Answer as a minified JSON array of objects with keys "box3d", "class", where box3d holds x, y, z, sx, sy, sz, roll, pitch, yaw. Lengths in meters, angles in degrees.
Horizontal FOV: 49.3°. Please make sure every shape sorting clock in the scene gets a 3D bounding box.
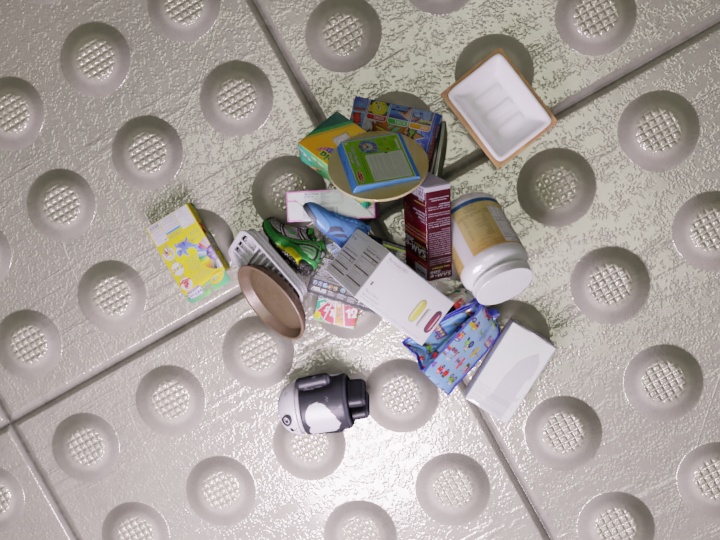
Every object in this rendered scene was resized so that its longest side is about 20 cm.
[{"box3d":[0.034,-0.206,1.547,0.199,0.200,0.039,8,139,6],"class":"shape sorting clock"}]

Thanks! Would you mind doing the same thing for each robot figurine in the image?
[{"box3d":[-0.082,0.294,1.718,0.199,0.125,0.151,-9,91,6],"class":"robot figurine"}]

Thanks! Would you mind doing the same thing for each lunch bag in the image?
[{"box3d":[0.213,0.148,1.656,0.200,0.151,0.094,-38,52,4],"class":"lunch bag"}]

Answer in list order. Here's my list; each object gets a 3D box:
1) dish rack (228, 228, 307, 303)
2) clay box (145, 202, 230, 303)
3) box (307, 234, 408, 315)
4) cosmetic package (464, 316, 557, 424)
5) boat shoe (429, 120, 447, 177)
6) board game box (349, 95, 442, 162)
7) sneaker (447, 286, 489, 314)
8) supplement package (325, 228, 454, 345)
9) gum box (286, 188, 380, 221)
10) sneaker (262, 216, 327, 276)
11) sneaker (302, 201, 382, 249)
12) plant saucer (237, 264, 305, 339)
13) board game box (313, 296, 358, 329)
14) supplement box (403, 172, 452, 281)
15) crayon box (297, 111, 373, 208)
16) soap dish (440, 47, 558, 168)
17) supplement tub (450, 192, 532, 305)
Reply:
[{"box3d":[-0.196,0.000,1.705,0.044,0.172,0.200,-41,89,-29],"class":"dish rack"},{"box3d":[-0.381,-0.038,1.765,0.115,0.048,0.200,-30,92,8],"class":"clay box"},{"box3d":[0.000,0.000,1.703,0.199,0.044,0.161,17,95,-2],"class":"box"},{"box3d":[0.321,0.214,1.691,0.113,0.081,0.200,33,96,3],"class":"cosmetic package"},{"box3d":[0.147,-0.224,1.679,0.060,0.072,0.202,8,89,16],"class":"boat shoe"},{"box3d":[0.063,-0.285,1.667,0.200,0.034,0.136,19,97,26],"class":"board game box"},{"box3d":[0.232,0.068,1.682,0.199,0.093,0.070,-30,91,8],"class":"sneaker"},{"box3d":[0.058,0.032,1.572,0.200,0.156,0.111,36,91,-32],"class":"supplement package"},{"box3d":[-0.062,-0.141,1.687,0.199,0.114,0.066,-2,94,6],"class":"gum box"},{"box3d":[-0.141,-0.063,1.695,0.085,0.078,0.200,-42,50,-12],"class":"sneaker"},{"box3d":[-0.034,-0.092,1.610,0.078,0.066,0.200,-43,123,11],"class":"sneaker"},{"box3d":[-0.188,0.064,1.698,0.200,0.200,0.029,47,61,1],"class":"plant saucer"},{"box3d":[-0.037,0.023,1.743,0.095,0.030,0.201,13,94,4],"class":"board game box"},{"box3d":[0.136,-0.091,1.601,0.061,0.109,0.201,-13,114,-19],"class":"supplement box"},{"box3d":[-0.019,-0.231,1.624,0.200,0.058,0.119,38,68,23],"class":"crayon box"},{"box3d":[0.290,-0.339,1.650,0.157,0.081,0.200,-38,89,8],"class":"soap dish"},{"box3d":[0.253,-0.045,1.609,0.144,0.145,0.200,-28,59,8],"class":"supplement tub"}]
